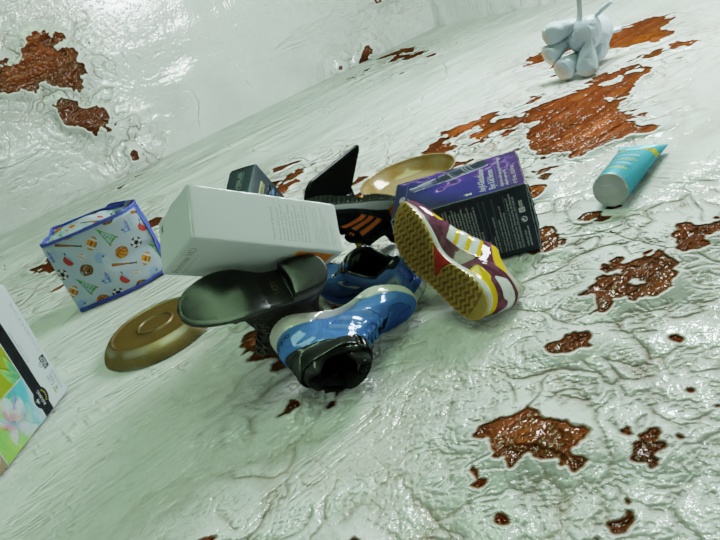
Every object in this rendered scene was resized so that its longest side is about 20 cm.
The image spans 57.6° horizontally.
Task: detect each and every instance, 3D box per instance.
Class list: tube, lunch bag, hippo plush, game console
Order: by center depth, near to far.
[{"bbox_3d":[0.411,-0.158,1.006,0.077,0.051,0.200,7,30,34],"label":"tube"},{"bbox_3d":[-0.100,-0.155,1.321,0.175,0.117,0.200,-2,29,36],"label":"game console"},{"bbox_3d":[-0.518,-0.039,1.355,0.198,0.171,0.124,-23,28,-1],"label":"lunch bag"},{"bbox_3d":[0.548,-0.584,1.629,0.158,0.202,0.160,23,36,28],"label":"hippo plush"}]

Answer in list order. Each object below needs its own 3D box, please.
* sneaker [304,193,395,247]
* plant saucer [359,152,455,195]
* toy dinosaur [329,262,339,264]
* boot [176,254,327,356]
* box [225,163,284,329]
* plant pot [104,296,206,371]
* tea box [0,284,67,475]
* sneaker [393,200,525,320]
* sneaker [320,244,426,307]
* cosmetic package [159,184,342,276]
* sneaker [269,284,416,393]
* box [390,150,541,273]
[{"bbox_3d":[-0.009,-0.072,1.044,0.198,0.091,0.070,-8,17,-34],"label":"sneaker"},{"bbox_3d":[0.097,-0.176,1.303,0.198,0.036,0.201,-18,25,8],"label":"plant saucer"},{"bbox_3d":[-0.148,0.003,1.046,0.181,0.106,0.199,-34,29,-21],"label":"toy dinosaur"},{"bbox_3d":[-0.123,0.065,0.831,0.198,0.175,0.070,-13,60,-16],"label":"boot"},{"bbox_3d":[-0.141,-0.025,0.940,0.051,0.158,0.202,-12,54,23],"label":"box"},{"bbox_3d":[-0.340,0.097,1.098,0.198,0.028,0.201,-17,25,8],"label":"plant pot"},{"bbox_3d":[-0.557,0.162,0.921,0.132,0.201,0.197,-14,26,13],"label":"tea box"},{"bbox_3d":[0.122,-0.019,0.844,0.089,0.075,0.200,-13,52,-35],"label":"sneaker"},{"bbox_3d":[0.000,0.000,0.930,0.199,0.090,0.079,0,42,45],"label":"sneaker"},{"bbox_3d":[-0.133,-0.040,0.804,0.198,0.072,0.101,4,-26,-35],"label":"cosmetic package"},{"bbox_3d":[0.002,0.086,0.790,0.198,0.077,0.111,-13,39,-27],"label":"sneaker"},{"bbox_3d":[0.154,-0.082,0.975,0.198,0.105,0.148,-15,25,13],"label":"box"}]
